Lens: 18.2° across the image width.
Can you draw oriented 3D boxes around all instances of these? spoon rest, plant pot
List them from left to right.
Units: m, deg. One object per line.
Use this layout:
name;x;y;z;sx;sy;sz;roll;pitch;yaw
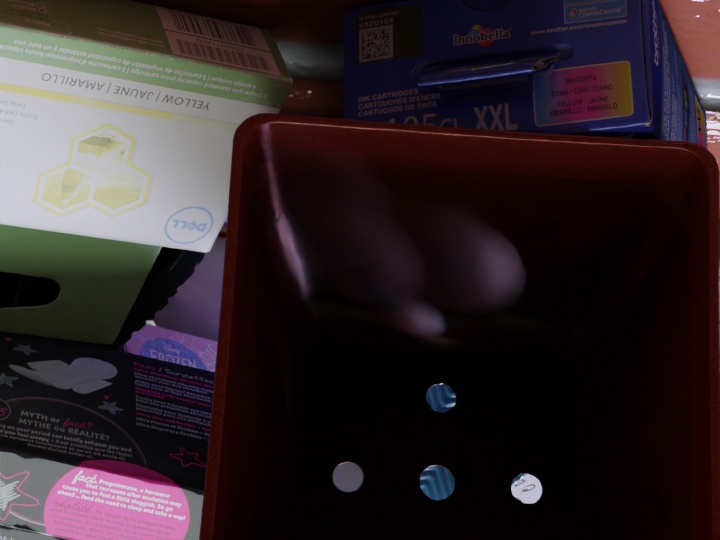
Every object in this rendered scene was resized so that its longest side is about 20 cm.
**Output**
spoon rest;-0.087;0.014;1.260;0.099;0.061;0.200;-47;146;10
plant pot;0.039;0.067;0.963;0.199;0.200;0.176;4;157;-1

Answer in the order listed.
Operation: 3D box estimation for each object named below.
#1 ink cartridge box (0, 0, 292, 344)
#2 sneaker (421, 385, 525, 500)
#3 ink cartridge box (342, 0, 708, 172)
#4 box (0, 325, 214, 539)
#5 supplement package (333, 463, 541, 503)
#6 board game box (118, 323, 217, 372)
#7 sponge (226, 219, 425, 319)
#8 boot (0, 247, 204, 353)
ink cartridge box;-0.135;-0.032;1.002;0.145;0.048;0.200;8;127;-28
sneaker;0.090;0.046;1.183;0.076;0.200;0.081;36;178;10
ink cartridge box;0.074;-0.068;1.004;0.136;0.077;0.200;-6;160;16
box;-0.151;0.113;1.082;0.200;0.115;0.132;14;116;-13
supplement package;0.022;0.134;1.457;0.200;0.117;0.117;-29;153;17
board game box;-0.136;0.100;1.273;0.199;0.043;0.200;-30;152;29
sponge;0.000;0.000;1.159;0.111;0.030;0.200;26;177;11
boot;-0.177;-0.022;1.104;0.162;0.073;0.198;37;106;-24
